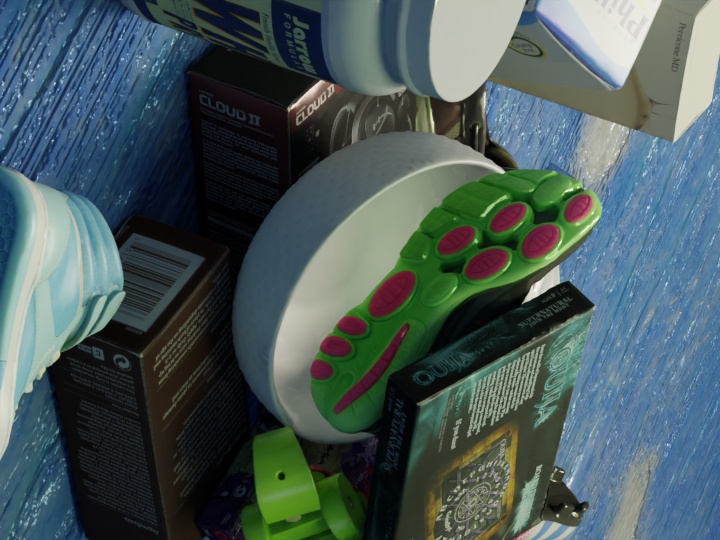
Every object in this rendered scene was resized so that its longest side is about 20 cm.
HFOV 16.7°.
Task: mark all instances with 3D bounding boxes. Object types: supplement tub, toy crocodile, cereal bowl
[{"bbox_3d":[-0.021,-0.177,1.299,0.145,0.200,0.145,-48,149,-41],"label":"supplement tub"},{"bbox_3d":[-0.021,0.149,1.478,0.200,0.067,0.062,41,31,-62],"label":"toy crocodile"},{"bbox_3d":[0.000,0.000,1.454,0.200,0.083,0.200,-30,140,-28],"label":"cereal bowl"}]

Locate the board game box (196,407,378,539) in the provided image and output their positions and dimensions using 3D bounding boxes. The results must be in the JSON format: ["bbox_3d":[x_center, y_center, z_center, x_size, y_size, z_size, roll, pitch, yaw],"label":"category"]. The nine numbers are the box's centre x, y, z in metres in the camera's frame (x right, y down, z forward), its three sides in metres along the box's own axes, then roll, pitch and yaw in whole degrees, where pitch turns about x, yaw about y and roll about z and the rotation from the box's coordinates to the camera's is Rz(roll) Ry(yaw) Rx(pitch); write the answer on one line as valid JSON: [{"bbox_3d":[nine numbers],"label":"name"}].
[{"bbox_3d":[-0.022,0.115,1.555,0.200,0.032,0.120,-59,145,-26],"label":"board game box"}]

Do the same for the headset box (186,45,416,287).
[{"bbox_3d":[-0.032,-0.088,1.511,0.149,0.077,0.200,-48,149,-39],"label":"headset box"}]

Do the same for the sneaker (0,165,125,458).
[{"bbox_3d":[-0.181,0.046,1.284,0.130,0.079,0.201,3,107,-65],"label":"sneaker"}]

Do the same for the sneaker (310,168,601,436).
[{"bbox_3d":[0.056,0.018,1.408,0.200,0.077,0.084,-41,150,3],"label":"sneaker"}]

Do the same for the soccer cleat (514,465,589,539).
[{"bbox_3d":[0.086,0.180,1.721,0.086,0.070,0.200,-47,150,20],"label":"soccer cleat"}]

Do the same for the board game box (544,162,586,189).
[{"bbox_3d":[0.094,0.025,1.876,0.135,0.034,0.200,-47,168,-42],"label":"board game box"}]

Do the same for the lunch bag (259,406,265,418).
[{"bbox_3d":[0.013,0.096,1.721,0.164,0.117,0.201,-20,123,-54],"label":"lunch bag"}]

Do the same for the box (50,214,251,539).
[{"bbox_3d":[-0.122,0.075,1.454,0.100,0.075,0.200,-52,150,-38],"label":"box"}]

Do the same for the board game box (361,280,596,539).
[{"bbox_3d":[0.064,0.107,1.421,0.135,0.028,0.200,-27,145,-30],"label":"board game box"}]

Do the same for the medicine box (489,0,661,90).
[{"bbox_3d":[0.110,-0.229,1.550,0.103,0.182,0.200,35,75,-41],"label":"medicine box"}]

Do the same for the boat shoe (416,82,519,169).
[{"bbox_3d":[0.077,-0.059,1.662,0.200,0.065,0.072,69,19,-46],"label":"boat shoe"}]

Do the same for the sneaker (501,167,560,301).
[{"bbox_3d":[0.084,0.047,1.608,0.200,0.078,0.140,-58,148,-26],"label":"sneaker"}]

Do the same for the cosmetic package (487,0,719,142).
[{"bbox_3d":[0.145,-0.174,1.684,0.073,0.200,0.104,-43,145,-48],"label":"cosmetic package"}]
